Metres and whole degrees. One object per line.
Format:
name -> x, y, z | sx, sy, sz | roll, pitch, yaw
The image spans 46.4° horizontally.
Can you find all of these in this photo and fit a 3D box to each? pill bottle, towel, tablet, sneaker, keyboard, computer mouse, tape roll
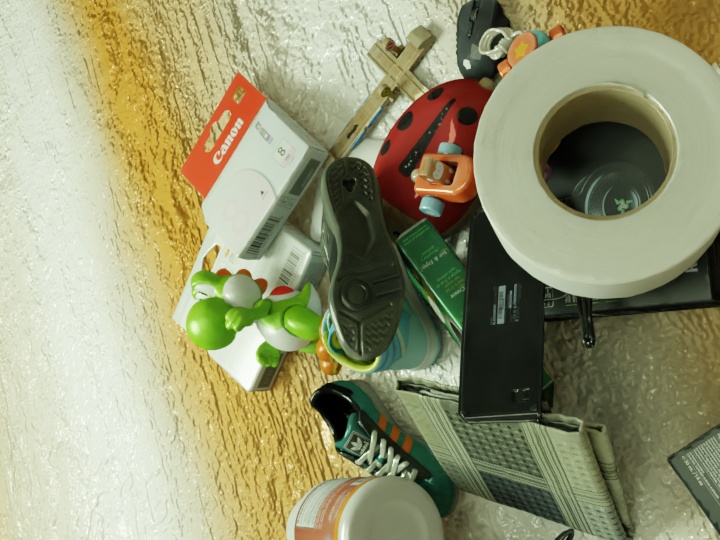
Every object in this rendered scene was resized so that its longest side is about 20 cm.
pill bottle -> -0.006, 0.273, 0.873 | 0.200, 0.111, 0.114 | 149, 114, -62
towel -> 0.144, 0.169, 0.772 | 0.191, 0.201, 0.035 | 9, 54, 37
tablet -> 0.025, -0.085, 0.970 | 0.198, 0.014, 0.132 | 13, 94, 37
sneaker -> 0.018, 0.196, 0.913 | 0.200, 0.080, 0.072 | 41, 110, 32
sneaker -> 0.000, 0.000, 0.841 | 0.075, 0.114, 0.202 | -10, 68, -2
keyboard -> 0.145, 0.029, 0.710 | 0.126, 0.021, 0.202 | -10, 61, 32
computer mouse -> 0.126, -0.299, 0.895 | 0.058, 0.034, 0.203 | -4, 84, 38
sneaker -> -0.006, 0.024, 0.907 | 0.080, 0.130, 0.201 | -50, 63, 32
tape roll -> 0.191, -0.083, 0.657 | 0.200, 0.071, 0.205 | -3, 78, 16

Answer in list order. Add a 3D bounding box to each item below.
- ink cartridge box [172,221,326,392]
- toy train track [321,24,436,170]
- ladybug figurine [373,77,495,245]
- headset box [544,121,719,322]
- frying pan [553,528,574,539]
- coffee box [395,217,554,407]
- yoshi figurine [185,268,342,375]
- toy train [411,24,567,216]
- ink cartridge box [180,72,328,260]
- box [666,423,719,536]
ink cartridge box -> -0.144, 0.024, 1.073 | 0.173, 0.043, 0.202 | 36, 108, 34
toy train track -> 0.011, -0.197, 0.967 | 0.201, 0.032, 0.115 | -51, 57, 19
ladybug figurine -> 0.075, -0.117, 0.881 | 0.135, 0.072, 0.201 | 38, 105, 30
headset box -> 0.223, -0.047, 0.766 | 0.198, 0.092, 0.176 | -7, 82, 37
frying pan -> 0.151, 0.341, 0.809 | 0.189, 0.115, 0.031 | -33, 30, 0
coffee box -> 0.113, 0.054, 0.821 | 0.044, 0.123, 0.201 | -35, 65, -3
yoshi figurine -> -0.116, 0.069, 0.964 | 0.198, 0.112, 0.114 | 21, 111, 10
toy train -> 0.117, -0.146, 0.772 | 0.149, 0.055, 0.202 | 15, 82, 42
ink cartridge box -> -0.150, -0.135, 1.038 | 0.200, 0.057, 0.163 | 43, 107, 26
box -> 0.364, 0.193, 0.652 | 0.141, 0.078, 0.201 | -45, 62, 30
